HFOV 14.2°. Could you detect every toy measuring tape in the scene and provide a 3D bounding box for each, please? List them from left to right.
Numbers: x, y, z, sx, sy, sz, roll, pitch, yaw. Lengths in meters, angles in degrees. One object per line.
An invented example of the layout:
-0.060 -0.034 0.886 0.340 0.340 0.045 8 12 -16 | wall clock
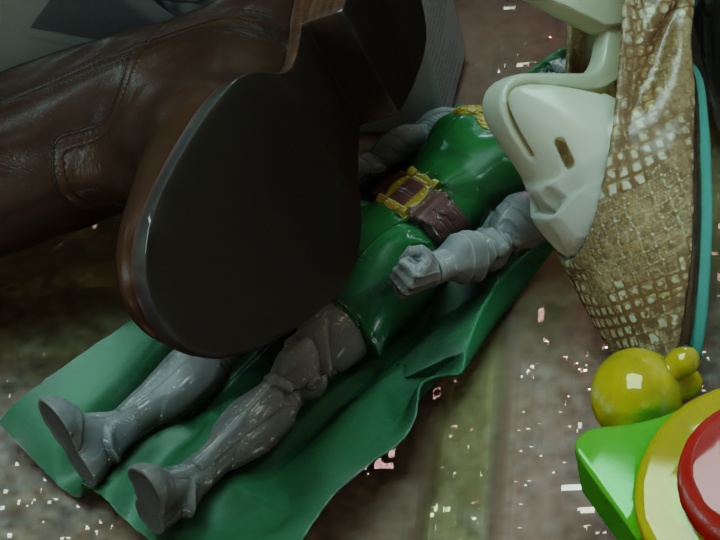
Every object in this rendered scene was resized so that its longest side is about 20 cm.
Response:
0.125 0.091 0.728 0.073 0.074 0.200 -29 60 -10 | toy measuring tape

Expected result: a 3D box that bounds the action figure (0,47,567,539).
0.000 0.000 0.841 0.200 0.055 0.118 -41 51 -24 | action figure

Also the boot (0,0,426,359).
-0.093 -0.015 0.814 0.200 0.064 0.186 -14 23 28 | boot

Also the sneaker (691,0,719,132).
0.175 -0.046 0.827 0.099 0.078 0.200 -31 60 -20 | sneaker

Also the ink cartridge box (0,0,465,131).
-0.081 -0.116 0.857 0.199 0.200 0.041 0 52 15 | ink cartridge box

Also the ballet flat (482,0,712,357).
0.066 -0.066 0.819 0.065 0.071 0.200 4 81 -13 | ballet flat
